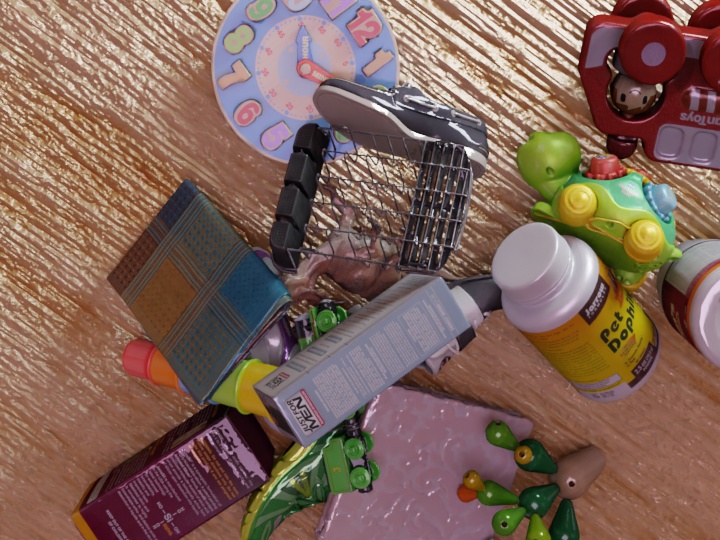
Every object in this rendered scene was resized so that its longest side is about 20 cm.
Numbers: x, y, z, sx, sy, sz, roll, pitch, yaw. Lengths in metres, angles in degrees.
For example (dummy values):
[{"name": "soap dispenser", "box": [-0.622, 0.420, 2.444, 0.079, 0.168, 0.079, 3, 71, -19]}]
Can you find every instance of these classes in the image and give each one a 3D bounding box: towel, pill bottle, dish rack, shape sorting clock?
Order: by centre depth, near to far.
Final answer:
[{"name": "dish rack", "box": [0.012, -0.067, 1.369, 0.197, 0.055, 0.156, 8, 72, 16]}, {"name": "pill bottle", "box": [0.363, 0.029, 1.395, 0.108, 0.200, 0.111, 0, 99, 0]}, {"name": "pill bottle", "box": [0.216, 0.040, 1.405, 0.109, 0.110, 0.200, -42, 127, 6]}, {"name": "towel", "box": [-0.168, 0.020, 1.427, 0.147, 0.022, 0.200, -49, 58, 9]}, {"name": "shape sorting clock", "box": [-0.057, -0.209, 1.437, 0.197, 0.039, 0.203, 0, 99, 0]}, {"name": "towel", "box": [0.068, 0.223, 1.486, 0.198, 0.032, 0.194, 17, 98, -21]}]

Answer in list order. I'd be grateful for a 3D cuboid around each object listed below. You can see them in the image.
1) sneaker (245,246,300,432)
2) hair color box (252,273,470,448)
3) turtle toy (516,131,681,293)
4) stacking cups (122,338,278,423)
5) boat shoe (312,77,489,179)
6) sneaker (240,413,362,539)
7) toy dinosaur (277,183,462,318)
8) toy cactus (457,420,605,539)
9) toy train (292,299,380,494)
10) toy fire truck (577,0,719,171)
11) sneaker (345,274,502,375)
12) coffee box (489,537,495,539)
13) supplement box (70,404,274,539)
[{"name": "sneaker", "box": [-0.116, 0.076, 1.479, 0.098, 0.075, 0.203, -9, 102, 24]}, {"name": "hair color box", "box": [-0.001, 0.084, 1.341, 0.199, 0.099, 0.061, -35, 100, -12]}, {"name": "turtle toy", "box": [0.243, -0.068, 1.420, 0.198, 0.146, 0.102, 30, 76, 10]}, {"name": "stacking cups", "box": [-0.160, 0.104, 1.439, 0.198, 0.060, 0.061, 14, 101, 28]}, {"name": "boat shoe", "box": [0.044, -0.157, 1.424, 0.198, 0.073, 0.064, 22, 65, -17]}, {"name": "sneaker", "box": [-0.057, 0.228, 1.491, 0.083, 0.074, 0.201, 40, 97, -2]}, {"name": "toy dinosaur", "box": [0.000, 0.000, 1.454, 0.197, 0.086, 0.137, 16, 110, -20]}, {"name": "toy cactus", "box": [0.195, 0.242, 1.473, 0.164, 0.102, 0.202, -27, 86, -35]}, {"name": "toy train", "box": [-0.027, 0.131, 1.417, 0.056, 0.042, 0.203, -12, 91, 22]}, {"name": "toy fire truck", "box": [0.319, -0.186, 1.416, 0.197, 0.113, 0.170, 7, 118, 0]}, {"name": "sneaker", "box": [0.089, 0.062, 1.447, 0.197, 0.074, 0.090, -15, 71, -1]}, {"name": "coffee box", "box": [0.100, 0.400, 1.502, 0.199, 0.080, 0.115, -36, 117, 6]}, {"name": "supplement box", "box": [-0.195, 0.225, 1.472, 0.199, 0.110, 0.086, -33, 98, 5]}]
